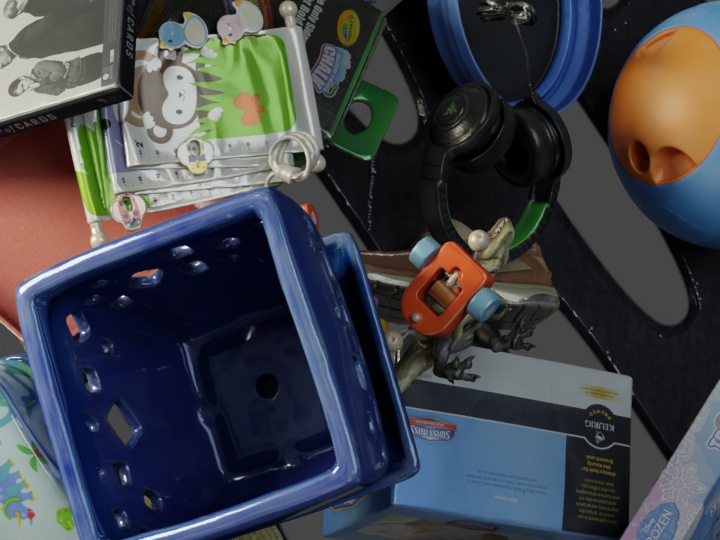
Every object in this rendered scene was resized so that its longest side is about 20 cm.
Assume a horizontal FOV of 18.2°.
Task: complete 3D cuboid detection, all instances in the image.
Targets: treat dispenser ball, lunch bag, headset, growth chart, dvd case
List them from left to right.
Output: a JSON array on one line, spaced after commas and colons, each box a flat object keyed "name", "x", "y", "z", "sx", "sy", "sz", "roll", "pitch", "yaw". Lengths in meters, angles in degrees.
[{"name": "dvd case", "x": -0.247, "y": -0.164, "z": 1.584, "sx": 0.025, "sy": 0.199, "sz": 0.151, "roll": 42, "pitch": 41, "yaw": -52}, {"name": "lunch bag", "x": -0.235, "y": 0.169, "z": 1.508, "sx": 0.201, "sy": 0.160, "sz": 0.082, "roll": 54, "pitch": 23, "yaw": 1}, {"name": "growth chart", "x": -0.119, "y": -0.111, "z": 1.594, "sx": 0.199, "sy": 0.018, "sz": 0.146, "roll": -18, "pitch": 88, "yaw": -18}, {"name": "headset", "x": 0.098, "y": -0.107, "z": 1.713, "sx": 0.123, "sy": 0.094, "sz": 0.202, "roll": 11, "pitch": 94, "yaw": -40}, {"name": "treat dispenser ball", "x": 0.299, "y": -0.117, "z": 1.816, "sx": 0.199, "sy": 0.201, "sz": 0.203, "roll": 7, "pitch": 71, "yaw": -23}]

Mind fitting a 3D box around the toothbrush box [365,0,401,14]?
[{"name": "toothbrush box", "x": -0.049, "y": -0.301, "z": 1.778, "sx": 0.199, "sy": 0.085, "sz": 0.148, "roll": 13, "pitch": 70, "yaw": -22}]

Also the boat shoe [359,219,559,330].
[{"name": "boat shoe", "x": 0.064, "y": 0.000, "z": 1.749, "sx": 0.199, "sy": 0.076, "sz": 0.072, "roll": 7, "pitch": 67, "yaw": -33}]

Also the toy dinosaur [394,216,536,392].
[{"name": "toy dinosaur", "x": 0.065, "y": 0.048, "z": 1.580, "sx": 0.200, "sy": 0.088, "sz": 0.048, "roll": -46, "pitch": 129, "yaw": -23}]

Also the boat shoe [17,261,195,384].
[{"name": "boat shoe", "x": -0.168, "y": 0.015, "z": 1.642, "sx": 0.200, "sy": 0.071, "sz": 0.065, "roll": -39, "pitch": 127, "yaw": -30}]

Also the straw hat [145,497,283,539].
[{"name": "straw hat", "x": -0.118, "y": 0.228, "z": 1.581, "sx": 0.200, "sy": 0.085, "sz": 0.203, "roll": 7, "pitch": 71, "yaw": -22}]

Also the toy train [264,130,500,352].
[{"name": "toy train", "x": 0.000, "y": 0.000, "z": 1.571, "sx": 0.200, "sy": 0.056, "sz": 0.151, "roll": 38, "pitch": 96, "yaw": 20}]

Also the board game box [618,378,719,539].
[{"name": "board game box", "x": 0.244, "y": 0.196, "z": 1.698, "sx": 0.043, "sy": 0.200, "sz": 0.200, "roll": 27, "pitch": 61, "yaw": 19}]

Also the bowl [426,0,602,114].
[{"name": "bowl", "x": 0.124, "y": -0.222, "z": 1.816, "sx": 0.200, "sy": 0.039, "sz": 0.202, "roll": 3, "pitch": 85, "yaw": -49}]

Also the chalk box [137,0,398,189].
[{"name": "chalk box", "x": -0.069, "y": -0.153, "z": 1.702, "sx": 0.199, "sy": 0.124, "sz": 0.125, "roll": 32, "pitch": 63, "yaw": -14}]

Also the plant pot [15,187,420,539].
[{"name": "plant pot", "x": -0.081, "y": 0.075, "z": 1.466, "sx": 0.180, "sy": 0.199, "sz": 0.201, "roll": 12, "pitch": 59, "yaw": -67}]

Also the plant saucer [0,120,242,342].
[{"name": "plant saucer", "x": -0.218, "y": -0.041, "z": 1.606, "sx": 0.199, "sy": 0.037, "sz": 0.200, "roll": 37, "pitch": 57, "yaw": 23}]

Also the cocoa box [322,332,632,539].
[{"name": "cocoa box", "x": 0.087, "y": 0.140, "z": 1.676, "sx": 0.199, "sy": 0.133, "sz": 0.132, "roll": 11, "pitch": 70, "yaw": -22}]
